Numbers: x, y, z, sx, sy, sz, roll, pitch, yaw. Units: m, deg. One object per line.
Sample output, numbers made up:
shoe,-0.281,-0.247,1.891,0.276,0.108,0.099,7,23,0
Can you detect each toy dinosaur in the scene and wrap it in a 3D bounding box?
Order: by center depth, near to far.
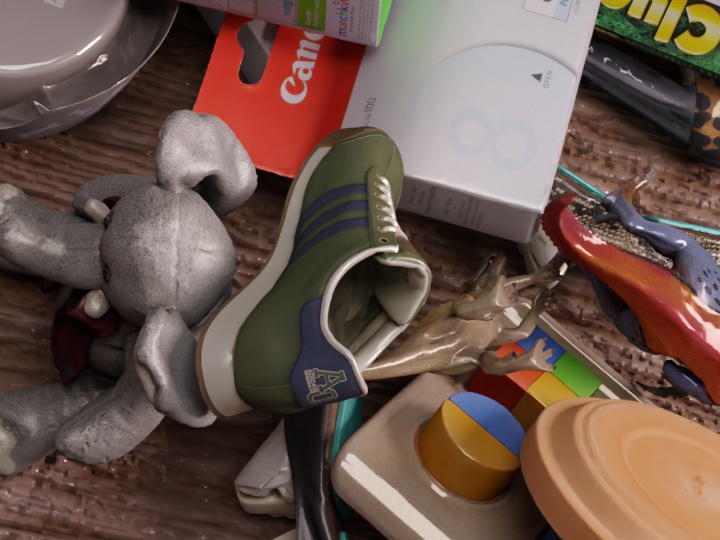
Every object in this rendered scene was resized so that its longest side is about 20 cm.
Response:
toy dinosaur,0.046,0.037,1.292,0.200,0.101,0.058,-27,99,-52
toy dinosaur,0.174,0.047,1.318,0.182,0.105,0.200,53,28,16

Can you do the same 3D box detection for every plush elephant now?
plush elephant,-0.118,0.007,1.249,0.200,0.155,0.165,2,65,6

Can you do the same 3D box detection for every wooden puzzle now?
wooden puzzle,0.105,0.108,1.302,0.185,0.046,0.200,41,41,7

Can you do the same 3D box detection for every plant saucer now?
plant saucer,0.173,0.126,1.234,0.200,0.032,0.200,26,23,-12

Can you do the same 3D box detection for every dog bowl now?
dog bowl,-0.202,-0.161,1.386,0.200,0.059,0.200,5,65,-10

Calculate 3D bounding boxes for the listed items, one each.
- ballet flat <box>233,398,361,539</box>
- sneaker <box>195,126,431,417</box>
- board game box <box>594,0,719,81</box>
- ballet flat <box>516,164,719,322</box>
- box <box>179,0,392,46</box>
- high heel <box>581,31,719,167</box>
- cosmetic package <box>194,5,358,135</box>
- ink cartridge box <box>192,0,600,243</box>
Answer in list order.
ballet flat,-0.030,0.131,1.282,0.068,0.068,0.200,-5,59,4
sneaker,0.000,0.000,1.224,0.090,0.067,0.200,-2,38,30
board game box,0.184,-0.175,1.433,0.200,0.023,0.105,24,87,17
ballet flat,0.142,-0.011,1.396,0.200,0.068,0.075,23,84,-3
box,-0.060,-0.223,1.290,0.176,0.200,0.097,14,62,5
high heel,0.230,-0.159,1.470,0.142,0.071,0.200,33,79,11
cosmetic package,0.000,-0.150,1.432,0.151,0.052,0.200,-30,75,-21
ink cartridge box,0.021,-0.117,1.361,0.200,0.047,0.160,16,64,0
